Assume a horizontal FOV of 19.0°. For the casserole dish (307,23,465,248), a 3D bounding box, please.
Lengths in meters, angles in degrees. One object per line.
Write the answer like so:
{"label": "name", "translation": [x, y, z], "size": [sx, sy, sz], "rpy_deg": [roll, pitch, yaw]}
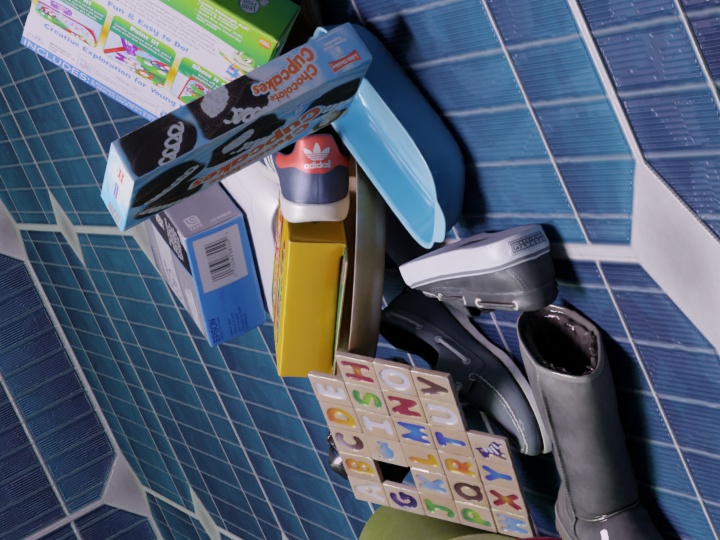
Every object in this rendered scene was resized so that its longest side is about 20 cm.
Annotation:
{"label": "casserole dish", "translation": [0.024, -0.107, 1.633], "size": [0.200, 0.039, 0.121], "rpy_deg": [55, 163, 27]}

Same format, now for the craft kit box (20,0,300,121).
{"label": "craft kit box", "translation": [-0.163, -0.193, 1.700], "size": [0.200, 0.049, 0.198], "rpy_deg": [31, 152, -1]}

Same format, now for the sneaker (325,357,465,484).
{"label": "sneaker", "translation": [0.024, 0.136, 1.800], "size": [0.077, 0.111, 0.200], "rpy_deg": [41, 179, 1]}

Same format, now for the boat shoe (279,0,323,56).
{"label": "boat shoe", "translation": [-0.063, -0.220, 1.694], "size": [0.200, 0.072, 0.065], "rpy_deg": [84, -169, -57]}

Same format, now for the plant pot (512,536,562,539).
{"label": "plant pot", "translation": [0.140, 0.319, 1.676], "size": [0.200, 0.200, 0.183], "rpy_deg": [47, 151, 43]}

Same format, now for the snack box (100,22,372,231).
{"label": "snack box", "translation": [-0.092, -0.104, 1.571], "size": [0.037, 0.200, 0.116], "rpy_deg": [58, 163, 9]}

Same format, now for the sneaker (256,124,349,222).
{"label": "sneaker", "translation": [-0.045, -0.109, 1.782], "size": [0.200, 0.075, 0.085], "rpy_deg": [-122, 29, -65]}

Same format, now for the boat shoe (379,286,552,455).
{"label": "boat shoe", "translation": [0.081, 0.085, 1.719], "size": [0.200, 0.062, 0.073], "rpy_deg": [50, 160, 38]}

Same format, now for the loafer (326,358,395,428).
{"label": "loafer", "translation": [-0.005, 0.125, 2.035], "size": [0.073, 0.071, 0.200], "rpy_deg": [61, 164, 5]}

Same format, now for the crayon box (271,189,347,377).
{"label": "crayon box", "translation": [-0.044, 0.004, 1.805], "size": [0.200, 0.051, 0.127], "rpy_deg": [-101, 15, -65]}

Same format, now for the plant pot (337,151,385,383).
{"label": "plant pot", "translation": [0.000, 0.000, 1.757], "size": [0.200, 0.027, 0.200], "rpy_deg": [-177, 90, -85]}

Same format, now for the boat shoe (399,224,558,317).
{"label": "boat shoe", "translation": [0.085, 0.006, 1.569], "size": [0.057, 0.069, 0.200], "rpy_deg": [69, 161, -3]}

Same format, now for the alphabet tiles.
{"label": "alphabet tiles", "translation": [0.047, 0.139, 1.721], "size": [0.167, 0.008, 0.200], "rpy_deg": [11, 142, 27]}

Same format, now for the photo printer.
{"label": "photo printer", "translation": [-0.084, -0.052, 1.998], "size": [0.166, 0.069, 0.200], "rpy_deg": [50, 159, 42]}

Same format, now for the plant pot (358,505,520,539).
{"label": "plant pot", "translation": [0.074, 0.281, 1.880], "size": [0.190, 0.200, 0.200], "rpy_deg": [-124, 12, -67]}

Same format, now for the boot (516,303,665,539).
{"label": "boot", "translation": [0.177, 0.141, 1.524], "size": [0.182, 0.073, 0.200], "rpy_deg": [43, 148, 46]}

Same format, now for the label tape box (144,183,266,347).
{"label": "label tape box", "translation": [-0.168, -0.045, 2.035], "size": [0.200, 0.066, 0.143], "rpy_deg": [49, 158, 42]}
